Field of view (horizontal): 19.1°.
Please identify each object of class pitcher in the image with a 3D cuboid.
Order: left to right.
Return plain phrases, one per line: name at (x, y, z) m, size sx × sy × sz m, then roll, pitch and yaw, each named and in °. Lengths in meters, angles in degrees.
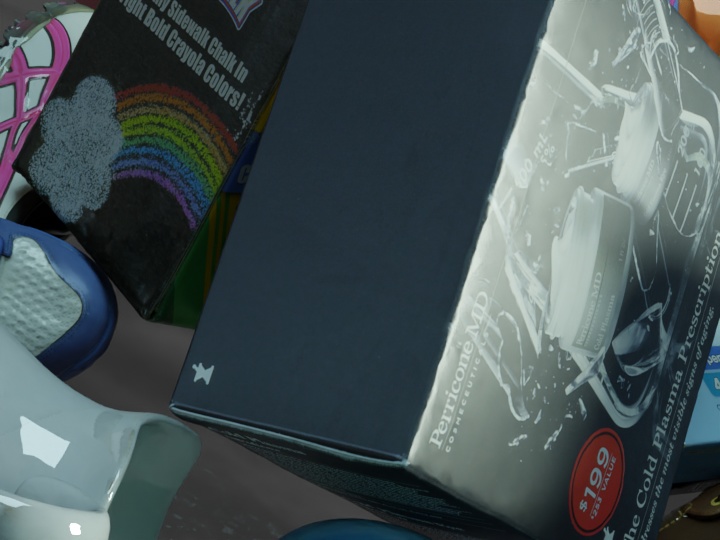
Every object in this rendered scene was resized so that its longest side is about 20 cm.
pitcher at (-0.167, 0.053, 0.735) m, size 0.199 × 0.122 × 0.172 m, roll 23°, pitch -5°, yaw 4°

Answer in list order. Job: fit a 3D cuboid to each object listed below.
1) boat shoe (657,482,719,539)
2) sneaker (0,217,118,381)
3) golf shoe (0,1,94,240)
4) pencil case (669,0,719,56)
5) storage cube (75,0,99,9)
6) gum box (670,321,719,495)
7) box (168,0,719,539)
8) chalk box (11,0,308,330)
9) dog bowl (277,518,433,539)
boat shoe at (0.163, 0.108, 0.867) m, size 0.199 × 0.068 × 0.072 m, roll -16°, pitch 44°, yaw -39°
sneaker at (-0.194, -0.005, 0.841) m, size 0.199 × 0.088 × 0.076 m, roll 16°, pitch 76°, yaw 1°
golf shoe at (-0.149, -0.048, 0.973) m, size 0.092 × 0.073 × 0.200 m, roll 26°, pitch 43°, yaw 4°
pencil case at (0.247, -0.117, 1.229) m, size 0.199 × 0.089 × 0.088 m, roll 24°, pitch 33°, yaw 9°
storage cube at (-0.055, -0.200, 1.123) m, size 0.170 × 0.201 × 0.180 m, roll 2°, pitch 41°, yaw -21°
gum box at (0.134, 0.002, 0.949) m, size 0.169 × 0.045 × 0.201 m, roll 1°, pitch 51°, yaw -44°
box at (0.049, -0.005, 0.780) m, size 0.104 × 0.201 × 0.182 m, roll 9°, pitch -14°, yaw 37°
chalk box at (-0.028, -0.084, 0.883) m, size 0.124 × 0.201 × 0.125 m, roll 15°, pitch 22°, yaw -47°
dog bowl at (0.039, 0.156, 0.760) m, size 0.199 × 0.050 × 0.111 m, roll 26°, pitch 34°, yaw 17°
